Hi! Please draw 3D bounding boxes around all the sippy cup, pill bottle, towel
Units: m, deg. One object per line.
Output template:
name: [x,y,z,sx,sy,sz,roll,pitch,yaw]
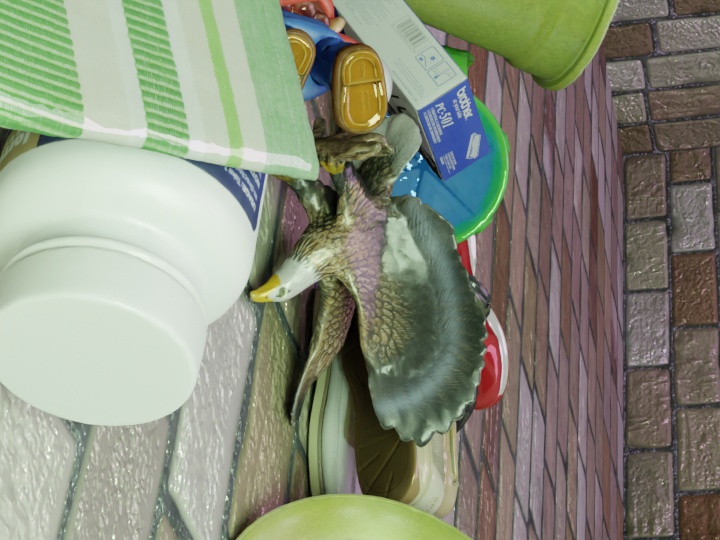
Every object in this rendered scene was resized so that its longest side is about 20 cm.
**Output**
sippy cup: [0.053,-0.084,1.397,0.140,0.178,0.130,50,4,1]
pill bottle: [-0.101,-0.038,0.760,0.120,0.119,0.200,70,20,-47]
towel: [-0.110,-0.115,0.694,0.200,0.023,0.153,7,61,-44]

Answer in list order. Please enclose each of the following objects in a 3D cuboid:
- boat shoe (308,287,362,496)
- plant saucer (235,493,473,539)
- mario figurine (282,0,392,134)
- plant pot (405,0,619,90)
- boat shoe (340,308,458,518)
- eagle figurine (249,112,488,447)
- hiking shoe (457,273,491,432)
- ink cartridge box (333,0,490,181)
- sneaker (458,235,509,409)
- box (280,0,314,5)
boat shoe: [0.003,0.108,1.233,0.075,0.068,0.201,36,52,-75]
plant saucer: [0.007,0.219,1.011,0.200,0.199,0.031,-77,-176,-50]
mario figurine: [-0.042,-0.116,1.040,0.123,0.106,0.200,48,5,-20]
plant pot: [0.091,-0.259,1.339,0.200,0.184,0.201,-169,-90,-76]
boat shoe: [0.034,0.074,1.187,0.065,0.072,0.201,22,55,-42]
eagle figurine: [-0.007,0.003,1.129,0.152,0.151,0.200,-98,168,-70]
hiking shoe: [0.047,0.084,1.441,0.101,0.076,0.200,-29,142,-31]
ink cartridge box: [0.016,-0.163,1.213,0.200,0.044,0.094,55,-5,31]
sneaker: [0.074,0.040,1.573,0.115,0.078,0.201,-18,91,-67]
box: [-0.037,-0.201,0.902,0.100,0.199,0.096,-73,153,-56]
